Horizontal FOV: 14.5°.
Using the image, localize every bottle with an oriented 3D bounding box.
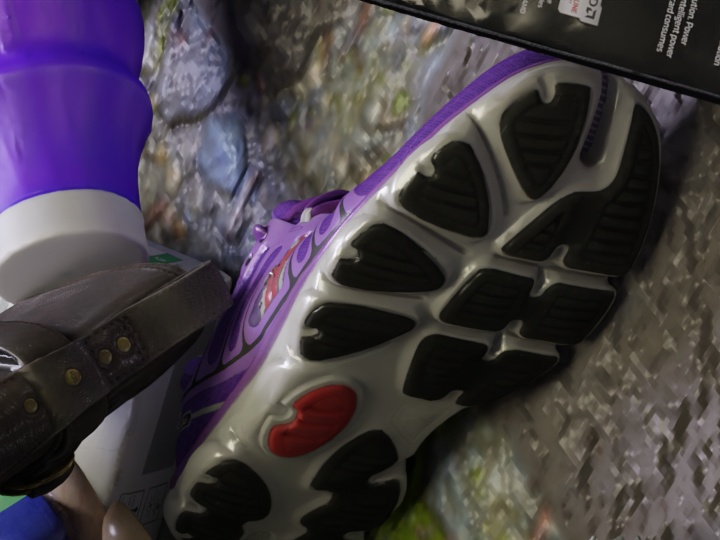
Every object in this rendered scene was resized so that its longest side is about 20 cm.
[{"bbox_3d":[-0.103,-0.085,0.857,0.065,0.084,0.200,-19,63,12],"label":"bottle"}]

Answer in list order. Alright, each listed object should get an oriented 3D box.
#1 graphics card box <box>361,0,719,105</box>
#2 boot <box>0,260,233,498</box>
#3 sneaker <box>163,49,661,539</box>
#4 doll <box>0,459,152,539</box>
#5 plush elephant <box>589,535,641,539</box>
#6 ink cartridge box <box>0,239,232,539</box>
[{"bbox_3d":[0.083,-0.098,0.603,0.200,0.051,0.126,17,99,19],"label":"graphics card box"},{"bbox_3d":[-0.142,0.066,0.774,0.200,0.174,0.069,-19,103,39],"label":"boot"},{"bbox_3d":[0.000,0.000,0.758,0.200,0.081,0.083,-46,42,39],"label":"sneaker"},{"bbox_3d":[-0.146,0.128,0.781,0.136,0.200,0.048,35,152,53],"label":"doll"},{"bbox_3d":[0.014,0.157,0.623,0.200,0.165,0.155,-39,23,0],"label":"plush elephant"},{"bbox_3d":[-0.153,0.044,0.905,0.200,0.050,0.161,21,103,20],"label":"ink cartridge box"}]
